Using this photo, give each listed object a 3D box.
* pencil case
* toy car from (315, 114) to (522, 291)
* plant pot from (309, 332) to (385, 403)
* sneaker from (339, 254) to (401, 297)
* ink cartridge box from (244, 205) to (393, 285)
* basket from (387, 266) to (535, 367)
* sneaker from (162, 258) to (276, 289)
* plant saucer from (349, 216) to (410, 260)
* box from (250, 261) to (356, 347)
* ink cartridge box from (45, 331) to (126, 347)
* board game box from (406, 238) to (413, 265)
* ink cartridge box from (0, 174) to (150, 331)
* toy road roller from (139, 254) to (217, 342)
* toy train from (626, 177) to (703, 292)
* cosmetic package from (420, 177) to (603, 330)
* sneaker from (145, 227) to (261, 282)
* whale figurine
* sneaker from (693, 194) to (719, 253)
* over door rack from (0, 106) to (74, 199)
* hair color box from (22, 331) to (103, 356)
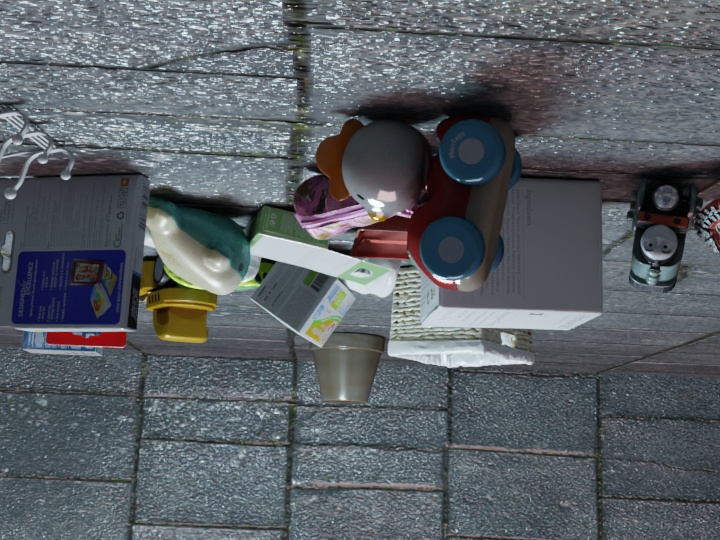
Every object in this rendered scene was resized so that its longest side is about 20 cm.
[{"bbox_3d":[0.007,-0.086,1.314,0.086,0.083,0.200,9,169,-37],"label":"pencil case"},{"bbox_3d":[0.048,-0.081,1.150,0.200,0.177,0.184,13,-176,14],"label":"toy car"},{"bbox_3d":[-0.039,0.259,2.981,0.199,0.174,0.200,3,170,1],"label":"plant pot"},{"bbox_3d":[0.000,0.000,1.848,0.088,0.075,0.200,18,166,-18],"label":"sneaker"},{"bbox_3d":[-0.062,-0.034,1.637,0.200,0.048,0.146,13,167,-13],"label":"ink cartridge box"},{"bbox_3d":[0.177,0.081,1.984,0.200,0.161,0.198,-6,167,35],"label":"basket"},{"bbox_3d":[-0.233,0.004,1.886,0.200,0.074,0.084,6,165,-23],"label":"sneaker"},{"bbox_3d":[0.089,-0.049,1.630,0.199,0.037,0.200,3,171,-3],"label":"plant saucer"},{"bbox_3d":[-0.091,0.047,1.896,0.101,0.113,0.200,35,177,13],"label":"box"},{"bbox_3d":[-0.370,0.000,1.536,0.116,0.201,0.067,2,170,-2],"label":"ink cartridge box"},{"bbox_3d":[0.167,-0.025,1.585,0.199,0.024,0.105,0,172,6],"label":"board game box"},{"bbox_3d":[-0.371,-0.021,1.432,0.199,0.198,0.047,0,169,17],"label":"ink cartridge box"},{"bbox_3d":[-0.323,0.055,1.980,0.123,0.146,0.200,8,168,-29],"label":"toy road roller"},{"bbox_3d":[0.364,-0.040,1.379,0.085,0.114,0.200,8,171,12],"label":"toy train"},{"bbox_3d":[0.184,-0.018,1.417,0.199,0.167,0.167,2,170,-4],"label":"cosmetic package"},{"bbox_3d":[-0.238,-0.029,1.693,0.200,0.080,0.070,8,170,-24],"label":"sneaker"},{"bbox_3d":[-0.230,-0.051,1.574,0.159,0.104,0.200,19,159,40],"label":"whale figurine"},{"bbox_3d":[0.453,-0.093,1.249,0.082,0.078,0.200,-39,180,-31],"label":"sneaker"},{"bbox_3d":[-0.432,-0.126,1.233,0.199,0.067,0.148,1,169,6],"label":"over door rack"},{"bbox_3d":[-0.812,0.197,3.107,0.199,0.061,0.100,3,170,-1],"label":"hair color box"}]
